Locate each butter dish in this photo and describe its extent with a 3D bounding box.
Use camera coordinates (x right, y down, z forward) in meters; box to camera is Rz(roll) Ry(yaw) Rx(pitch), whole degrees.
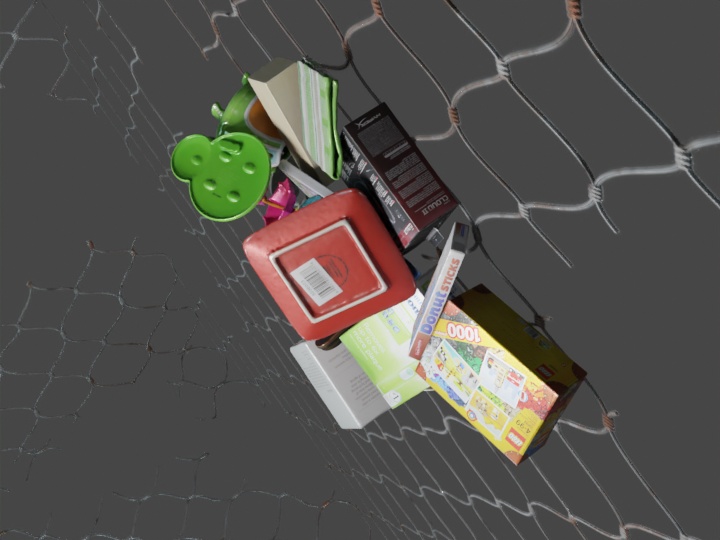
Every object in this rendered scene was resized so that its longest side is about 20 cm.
[{"bbox_3d":[-0.042,-0.031,1.594,0.200,0.199,0.148,58,-164,-25],"label":"butter dish"}]

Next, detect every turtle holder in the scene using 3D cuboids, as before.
[{"bbox_3d":[-0.179,-0.230,1.858,0.132,0.141,0.186,32,127,8],"label":"turtle holder"}]

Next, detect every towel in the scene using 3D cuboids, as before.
[{"bbox_3d":[-0.054,-0.222,1.561,0.200,0.031,0.149,-127,30,-66],"label":"towel"}]

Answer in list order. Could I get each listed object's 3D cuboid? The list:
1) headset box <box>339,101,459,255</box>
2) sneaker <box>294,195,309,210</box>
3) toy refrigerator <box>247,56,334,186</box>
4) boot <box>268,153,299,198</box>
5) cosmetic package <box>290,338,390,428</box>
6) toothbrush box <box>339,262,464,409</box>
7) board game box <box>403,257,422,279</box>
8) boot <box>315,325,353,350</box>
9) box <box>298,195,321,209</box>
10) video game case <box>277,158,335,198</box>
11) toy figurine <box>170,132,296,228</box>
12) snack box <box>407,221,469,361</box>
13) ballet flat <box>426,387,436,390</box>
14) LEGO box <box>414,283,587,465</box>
[{"bbox_3d":[0.050,-0.116,1.537,0.200,0.075,0.149,54,165,7],"label":"headset box"},{"bbox_3d":[-0.086,-0.061,1.976,0.078,0.090,0.200,50,-179,34],"label":"sneaker"},{"bbox_3d":[-0.091,-0.237,1.726,0.076,0.070,0.200,29,154,58],"label":"toy refrigerator"},{"bbox_3d":[-0.190,-0.218,2.060,0.174,0.069,0.200,52,166,13],"label":"boot"},{"bbox_3d":[-0.008,0.186,2.140,0.200,0.167,0.166,57,163,-1],"label":"cosmetic package"},{"bbox_3d":[0.086,0.103,1.682,0.146,0.086,0.200,54,132,1],"label":"toothbrush box"},{"bbox_3d":[0.109,0.054,1.776,0.200,0.039,0.158,68,163,-14],"label":"board game box"},{"bbox_3d":[0.015,0.093,1.843,0.075,0.200,0.097,6,133,56],"label":"boot"},{"bbox_3d":[-0.064,-0.077,1.784,0.082,0.049,0.200,39,176,-8],"label":"box"},{"bbox_3d":[-0.043,-0.104,1.782,0.143,0.018,0.200,34,176,30],"label":"video game case"},{"bbox_3d":[-0.192,-0.135,1.808,0.200,0.150,0.184,26,176,29],"label":"toy figurine"},{"bbox_3d":[0.108,0.031,1.521,0.024,0.072,0.200,17,126,-2],"label":"snack box"},{"bbox_3d":[0.078,0.168,1.856,0.200,0.073,0.073,11,149,12],"label":"ballet flat"},{"bbox_3d":[0.190,0.141,1.495,0.200,0.077,0.149,41,132,24],"label":"LEGO box"}]
